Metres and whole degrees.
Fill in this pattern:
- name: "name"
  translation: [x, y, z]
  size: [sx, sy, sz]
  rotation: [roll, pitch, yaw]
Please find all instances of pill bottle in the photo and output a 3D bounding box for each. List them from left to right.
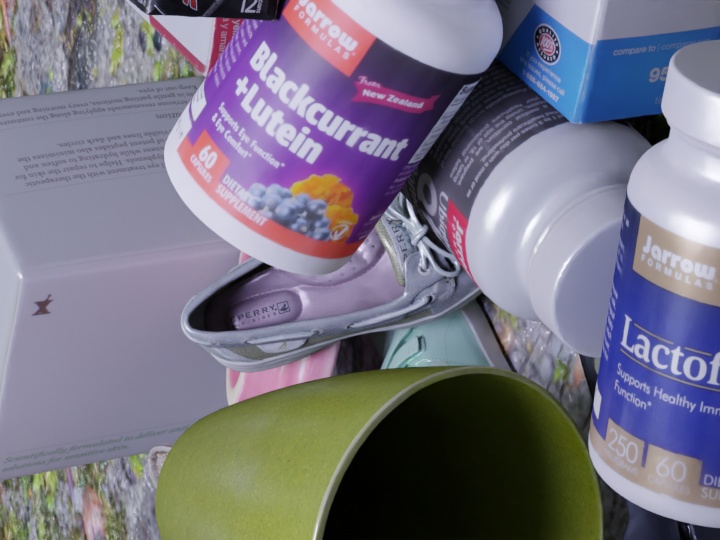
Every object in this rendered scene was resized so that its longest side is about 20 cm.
- name: "pill bottle"
  translation: [-0.001, -0.105, 1.232]
  size: [0.200, 0.111, 0.111]
  rotation: [-55, 46, 25]
- name: "pill bottle"
  translation: [0.088, -0.043, 1.277]
  size: [0.200, 0.111, 0.111]
  rotation: [-128, 40, -51]
- name: "pill bottle"
  translation: [0.171, 0.005, 1.146]
  size: [0.116, 0.116, 0.200]
  rotation: [39, 129, 52]

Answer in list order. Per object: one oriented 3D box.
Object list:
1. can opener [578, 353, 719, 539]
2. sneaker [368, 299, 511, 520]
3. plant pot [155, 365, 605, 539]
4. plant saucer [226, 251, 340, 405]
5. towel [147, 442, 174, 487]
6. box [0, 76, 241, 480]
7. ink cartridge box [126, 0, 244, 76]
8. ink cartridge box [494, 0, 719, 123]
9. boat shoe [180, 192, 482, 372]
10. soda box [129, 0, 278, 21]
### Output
- name: "can opener"
  translation: [0.148, 0.093, 1.285]
  size: [0.063, 0.079, 0.200]
  rotation: [53, -164, -62]
- name: "sneaker"
  translation: [0.018, 0.064, 1.440]
  size: [0.200, 0.118, 0.074]
  rotation: [54, 142, 44]
- name: "plant pot"
  translation: [-0.013, 0.129, 1.290]
  size: [0.200, 0.187, 0.187]
  rotation: [8, 104, 51]
- name: "plant saucer"
  translation: [-0.045, 0.013, 1.536]
  size: [0.201, 0.051, 0.201]
  rotation: [-172, 90, -82]
- name: "towel"
  translation: [-0.030, 0.133, 1.530]
  size: [0.200, 0.132, 0.035]
  rotation: [8, 91, 61]
- name: "box"
  translation: [-0.177, 0.004, 1.701]
  size: [0.171, 0.199, 0.200]
  rotation: [58, 145, 38]
- name: "ink cartridge box"
  translation: [-0.013, -0.198, 1.350]
  size: [0.145, 0.200, 0.145]
  rotation: [44, 133, 52]
- name: "ink cartridge box"
  translation: [0.117, -0.194, 1.233]
  size: [0.145, 0.084, 0.200]
  rotation: [47, 136, 47]
- name: "boat shoe"
  translation: [-0.001, -0.001, 1.402]
  size: [0.065, 0.202, 0.075]
  rotation: [32, -142, -74]
- name: "soda box"
  translation: [-0.108, -0.183, 1.241]
  size: [0.200, 0.071, 0.063]
  rotation: [40, 124, 53]
